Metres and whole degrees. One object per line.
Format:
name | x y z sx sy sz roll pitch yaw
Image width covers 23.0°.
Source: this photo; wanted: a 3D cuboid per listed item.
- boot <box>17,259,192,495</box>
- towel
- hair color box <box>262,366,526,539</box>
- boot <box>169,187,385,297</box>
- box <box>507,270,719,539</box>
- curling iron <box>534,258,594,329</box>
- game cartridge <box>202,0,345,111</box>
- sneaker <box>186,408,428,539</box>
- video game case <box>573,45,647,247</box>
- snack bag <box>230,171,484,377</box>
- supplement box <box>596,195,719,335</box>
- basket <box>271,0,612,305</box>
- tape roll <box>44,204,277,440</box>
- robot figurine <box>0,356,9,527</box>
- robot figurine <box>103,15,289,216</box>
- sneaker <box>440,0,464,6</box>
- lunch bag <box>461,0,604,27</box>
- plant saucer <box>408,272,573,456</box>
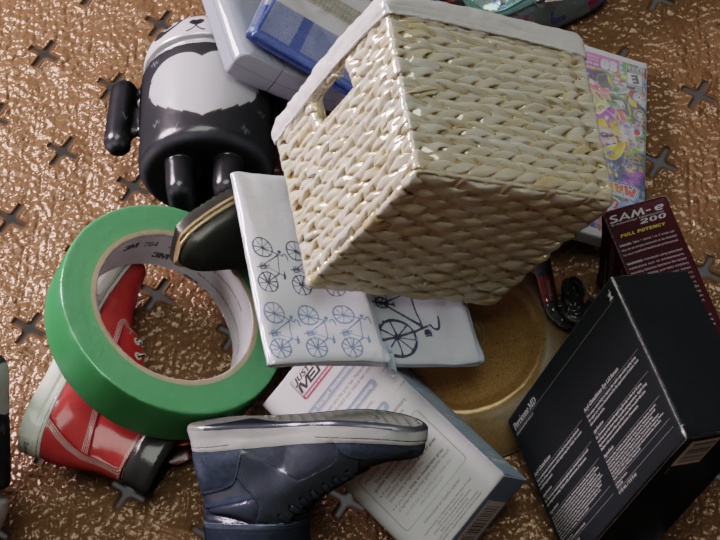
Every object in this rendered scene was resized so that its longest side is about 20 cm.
boot | -0.186 0.088 1.498 0.143 0.073 0.202 18 60 4
towel | -0.005 -0.245 1.564 0.146 0.024 0.201 28 60 -8
hair color box | 0.026 0.138 1.426 0.200 0.061 0.099 42 98 24
boot | -0.044 -0.006 1.467 0.198 0.078 0.139 -16 53 -29
box | 0.204 0.116 1.355 0.078 0.201 0.142 -7 57 -28
curling iron | 0.160 -0.027 1.544 0.049 0.026 0.201 17 41 -35
game cartridge | -0.047 -0.206 1.600 0.198 0.042 0.134 8 46 -40
sneaker | -0.035 0.184 1.375 0.200 0.077 0.148 -6 89 25
video game case | 0.187 -0.118 1.573 0.142 0.018 0.202 15 59 -13
snack bag | 0.000 0.000 1.434 0.198 0.021 0.190 3 55 -24
supplement box | 0.254 0.054 1.445 0.060 0.109 0.202 -16 60 -5
basket | 0.064 -0.086 1.388 0.198 0.198 0.162 6 59 -30
tape roll | -0.161 0.041 1.474 0.198 0.048 0.202 15 52 -20
robot figurine | -0.344 0.131 1.414 0.123 0.150 0.203 -1 90 11
robot figurine | -0.137 -0.133 1.579 0.149 0.125 0.202 22 49 -32
sneaker | 0.055 -0.235 1.645 0.073 0.087 0.202 -10 59 -5
lunch bag | 0.137 -0.311 1.686 0.159 0.077 0.201 -24 61 -9
plant saucer | 0.086 0.063 1.498 0.198 0.036 0.202 -3 59 4
